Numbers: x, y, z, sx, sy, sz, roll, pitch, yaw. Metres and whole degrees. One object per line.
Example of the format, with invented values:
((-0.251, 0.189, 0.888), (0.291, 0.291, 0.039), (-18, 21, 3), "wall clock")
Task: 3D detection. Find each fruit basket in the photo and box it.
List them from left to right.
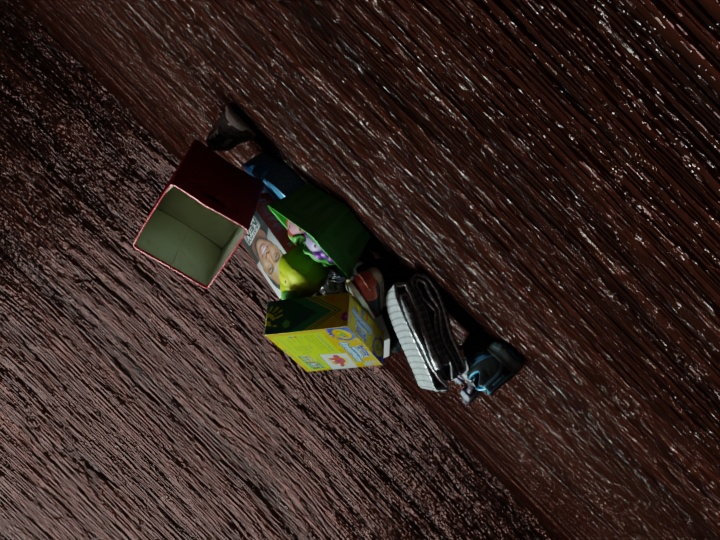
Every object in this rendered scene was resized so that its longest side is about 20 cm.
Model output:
((-0.101, -0.039, 1.627), (0.156, 0.216, 0.215), (49, 171, -35), "fruit basket")

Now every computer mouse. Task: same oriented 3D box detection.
((0.000, 0.000, 1.696), (0.058, 0.034, 0.199), (18, 164, -40), "computer mouse")

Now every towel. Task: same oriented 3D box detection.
((0.118, 0.109, 1.534), (0.166, 0.085, 0.201), (126, 120, -82), "towel")

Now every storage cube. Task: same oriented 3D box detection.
((-0.315, -0.111, 1.707), (0.170, 0.200, 0.180), (31, -146, -15), "storage cube")

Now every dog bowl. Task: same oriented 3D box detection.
((-0.169, -0.182, 1.788), (0.200, 0.050, 0.112), (35, 168, 51), "dog bowl")

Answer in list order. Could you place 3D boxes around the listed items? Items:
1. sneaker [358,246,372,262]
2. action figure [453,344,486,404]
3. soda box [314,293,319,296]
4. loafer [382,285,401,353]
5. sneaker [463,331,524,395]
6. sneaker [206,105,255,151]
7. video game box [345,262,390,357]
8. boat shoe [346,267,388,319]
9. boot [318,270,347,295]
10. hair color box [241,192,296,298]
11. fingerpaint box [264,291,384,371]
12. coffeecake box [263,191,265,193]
((-0.040, -0.038, 1.736), (0.078, 0.085, 0.200), (47, 172, -18), "sneaker")
((0.218, 0.204, 1.749), (0.130, 0.069, 0.200), (50, 171, 18), "action figure")
((-0.127, 0.044, 1.895), (0.201, 0.064, 0.068), (66, -174, 33), "soda box")
((0.072, 0.080, 1.855), (0.073, 0.072, 0.201), (-111, 2, -57), "loafer")
((0.206, 0.159, 1.490), (0.073, 0.082, 0.200), (42, 174, -6), "sneaker")
((-0.262, -0.264, 1.716), (0.077, 0.082, 0.200), (45, 173, -7), "sneaker")
((0.014, 0.085, 1.834), (0.200, 0.046, 0.184), (84, 164, -74), "video game box")
((0.023, 0.040, 1.637), (0.071, 0.062, 0.200), (52, 178, 16), "boat shoe")
((-0.042, 0.078, 1.820), (0.201, 0.069, 0.175), (62, -177, -36), "boot")
((-0.180, -0.053, 1.806), (0.200, 0.061, 0.102), (52, 133, 21), "hair color box")
((-0.063, 0.118, 1.640), (0.165, 0.074, 0.200), (-7, 152, 20), "fingerpaint box")
((-0.187, -0.094, 1.996), (0.200, 0.072, 0.155), (67, -176, -61), "coffeecake box")
